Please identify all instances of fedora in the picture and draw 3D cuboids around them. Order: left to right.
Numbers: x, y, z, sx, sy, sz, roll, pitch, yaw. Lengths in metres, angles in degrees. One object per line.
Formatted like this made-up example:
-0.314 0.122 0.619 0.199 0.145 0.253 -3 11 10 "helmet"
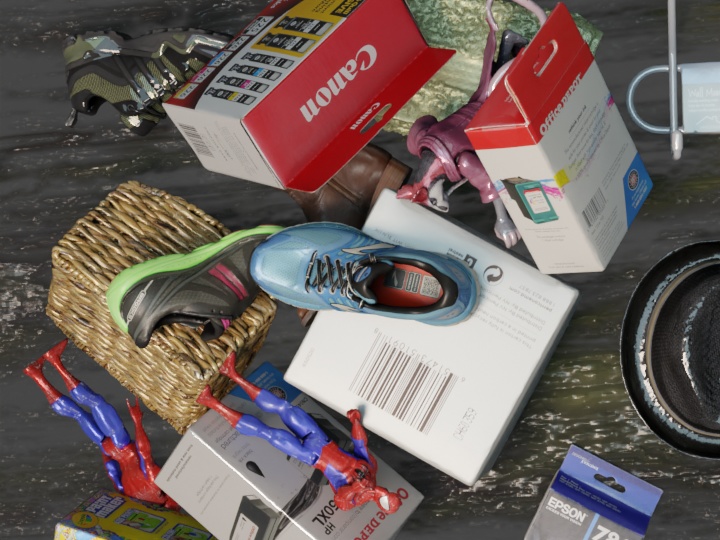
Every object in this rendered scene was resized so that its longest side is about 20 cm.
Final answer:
0.321 0.072 1.444 0.200 0.092 0.202 0 89 10 "fedora"

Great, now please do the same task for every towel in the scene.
0.115 -0.185 1.510 0.199 0.036 0.149 14 91 9 "towel"

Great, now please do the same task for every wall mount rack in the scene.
0.339 -0.188 1.454 0.199 0.075 0.175 -2 89 8 "wall mount rack"

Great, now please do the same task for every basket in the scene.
-0.185 0.028 1.544 0.200 0.149 0.143 38 62 8 "basket"

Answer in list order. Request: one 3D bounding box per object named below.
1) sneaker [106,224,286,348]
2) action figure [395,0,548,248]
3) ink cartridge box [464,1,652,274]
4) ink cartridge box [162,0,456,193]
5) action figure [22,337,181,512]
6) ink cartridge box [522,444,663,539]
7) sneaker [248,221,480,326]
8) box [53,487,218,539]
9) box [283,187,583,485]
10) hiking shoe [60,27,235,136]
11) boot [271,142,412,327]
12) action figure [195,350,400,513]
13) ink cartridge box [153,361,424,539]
-0.125 0.017 1.446 0.199 0.077 0.084 -19 80 -14 "sneaker"
0.109 -0.121 1.406 0.134 0.149 0.200 32 57 28 "action figure"
0.161 -0.109 1.350 0.067 0.116 0.200 -2 130 41 "ink cartridge box"
-0.044 -0.171 1.429 0.200 0.175 0.084 -47 125 -20 "ink cartridge box"
-0.238 0.156 1.551 0.065 0.052 0.200 -33 95 34 "action figure"
0.193 0.271 1.492 0.099 0.039 0.201 25 93 9 "ink cartridge box"
0.000 0.000 1.368 0.199 0.090 0.079 7 89 11 "sneaker"
-0.194 0.336 1.497 0.192 0.122 0.201 17 102 8 "box"
0.070 0.058 1.467 0.198 0.131 0.201 29 93 9 "box"
-0.189 -0.179 1.546 0.199 0.076 0.101 1 94 19 "hiking shoe"
-0.078 -0.071 1.526 0.199 0.064 0.187 31 84 6 "boot"
-0.040 0.141 1.399 0.200 0.099 0.065 37 60 -1 "action figure"
-0.062 0.199 1.472 0.200 0.145 0.084 40 125 7 "ink cartridge box"
